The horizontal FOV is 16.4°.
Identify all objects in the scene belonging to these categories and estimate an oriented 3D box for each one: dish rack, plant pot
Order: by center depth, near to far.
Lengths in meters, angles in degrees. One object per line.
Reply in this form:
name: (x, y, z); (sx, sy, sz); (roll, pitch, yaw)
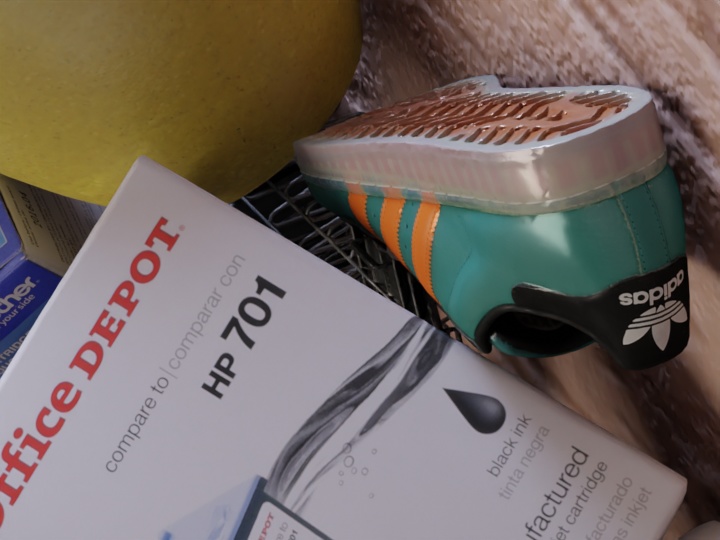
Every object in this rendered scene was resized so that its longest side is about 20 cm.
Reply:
plant pot: (-0.080, -0.102, 0.856); (0.142, 0.200, 0.200); (46, 175, -31)
dish rack: (0.000, 0.000, 0.947); (0.200, 0.054, 0.154); (46, 157, 46)

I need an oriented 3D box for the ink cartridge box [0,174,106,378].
ink cartridge box: (-0.129, -0.011, 0.948); (0.200, 0.076, 0.137); (34, -158, -51)

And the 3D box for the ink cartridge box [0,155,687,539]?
ink cartridge box: (-0.019, 0.080, 0.783); (0.199, 0.147, 0.086); (30, 174, 7)

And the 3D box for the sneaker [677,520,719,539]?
sneaker: (0.090, 0.195, 0.761); (0.081, 0.146, 0.201); (21, 134, 68)

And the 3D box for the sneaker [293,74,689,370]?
sneaker: (0.037, -0.012, 0.767); (0.200, 0.071, 0.081); (16, 125, 68)
